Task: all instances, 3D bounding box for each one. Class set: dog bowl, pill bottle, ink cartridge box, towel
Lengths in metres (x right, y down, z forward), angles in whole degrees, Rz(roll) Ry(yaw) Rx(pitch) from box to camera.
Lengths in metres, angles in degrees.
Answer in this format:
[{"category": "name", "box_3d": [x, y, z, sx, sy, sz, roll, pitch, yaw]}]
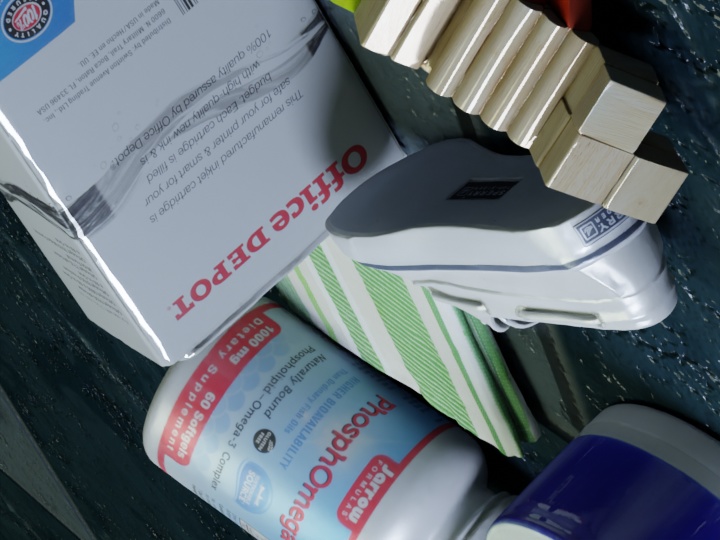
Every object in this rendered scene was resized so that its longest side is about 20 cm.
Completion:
[{"category": "dog bowl", "box_3d": [0.150, 0.159, 1.153, 0.200, 0.079, 0.200, 43, 163, 17]}, {"category": "pill bottle", "box_3d": [-0.006, 0.107, 1.361, 0.200, 0.109, 0.109, 33, 160, 17]}, {"category": "ink cartridge box", "box_3d": [-0.094, -0.084, 1.109, 0.084, 0.145, 0.200, 25, 152, 54]}, {"category": "towel", "box_3d": [0.000, 0.000, 1.280, 0.200, 0.023, 0.153, 32, 156, 48]}]

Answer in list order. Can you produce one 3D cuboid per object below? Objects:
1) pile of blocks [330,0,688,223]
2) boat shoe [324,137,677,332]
[{"category": "pile of blocks", "box_3d": [0.041, -0.101, 0.914, 0.200, 0.082, 0.062, 37, 119, 8]}, {"category": "boat shoe", "box_3d": [0.052, -0.006, 1.041, 0.066, 0.073, 0.200, 59, 162, -19]}]
